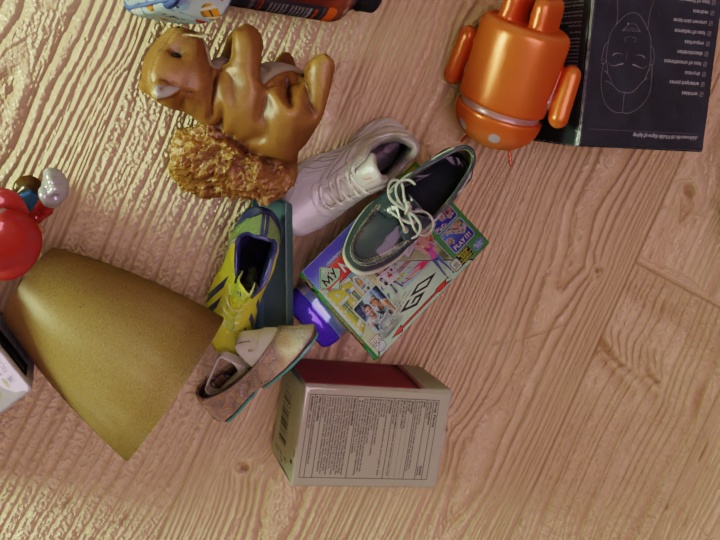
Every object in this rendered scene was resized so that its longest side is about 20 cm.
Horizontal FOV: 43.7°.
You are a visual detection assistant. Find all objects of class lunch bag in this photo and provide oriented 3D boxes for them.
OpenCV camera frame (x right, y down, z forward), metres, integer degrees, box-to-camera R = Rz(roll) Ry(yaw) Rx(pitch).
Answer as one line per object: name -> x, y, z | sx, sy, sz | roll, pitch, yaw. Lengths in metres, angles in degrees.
lunch bag -> -0.182, -0.337, 0.910 | 0.074, 0.199, 0.164 | 5, 100, -34

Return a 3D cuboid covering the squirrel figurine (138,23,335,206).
squirrel figurine -> -0.151, -0.168, 0.979 | 0.183, 0.141, 0.205 | 6, 107, -28

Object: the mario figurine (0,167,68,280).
mario figurine -> -0.361, -0.067, 0.898 | 0.105, 0.200, 0.125 | 30, 91, -23

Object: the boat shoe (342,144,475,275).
boat shoe -> 0.060, -0.073, 1.036 | 0.199, 0.062, 0.075 | -38, 87, -17

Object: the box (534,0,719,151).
box -> 0.336, -0.259, 1.147 | 0.195, 0.124, 0.202 | 0, 100, -20

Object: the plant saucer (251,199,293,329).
plant saucer -> -0.104, 0.011, 1.078 | 0.019, 0.069, 0.205 | -13, 110, -40

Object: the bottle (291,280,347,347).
bottle -> 0.000, 0.000, 1.113 | 0.200, 0.065, 0.084 | -44, 106, -6

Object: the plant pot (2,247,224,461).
plant pot -> -0.282, 0.073, 0.982 | 0.198, 0.186, 0.188 | 35, 89, -9

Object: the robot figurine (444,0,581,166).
robot figurine -> 0.184, -0.234, 1.088 | 0.140, 0.117, 0.204 | 10, 117, -13

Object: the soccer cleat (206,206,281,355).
soccer cleat -> -0.140, 0.023, 1.039 | 0.063, 0.084, 0.204 | 13, 117, -13

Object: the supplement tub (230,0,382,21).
supplement tub -> -0.070, -0.336, 0.993 | 0.195, 0.107, 0.110 | 3, 101, -23

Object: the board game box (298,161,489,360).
board game box -> 0.041, -0.013, 1.067 | 0.135, 0.029, 0.200 | 46, 73, 0

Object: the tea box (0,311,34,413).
tea box -> -0.476, 0.087, 0.926 | 0.195, 0.133, 0.202 | -35, 110, -10

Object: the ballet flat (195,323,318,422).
ballet flat -> -0.131, 0.111, 1.051 | 0.067, 0.068, 0.200 | 40, 121, -12

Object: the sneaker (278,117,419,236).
sneaker -> -0.013, -0.112, 1.066 | 0.199, 0.099, 0.078 | -40, 111, -7

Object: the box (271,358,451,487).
box -> -0.001, 0.191, 1.131 | 0.195, 0.109, 0.131 | 6, 99, -21
